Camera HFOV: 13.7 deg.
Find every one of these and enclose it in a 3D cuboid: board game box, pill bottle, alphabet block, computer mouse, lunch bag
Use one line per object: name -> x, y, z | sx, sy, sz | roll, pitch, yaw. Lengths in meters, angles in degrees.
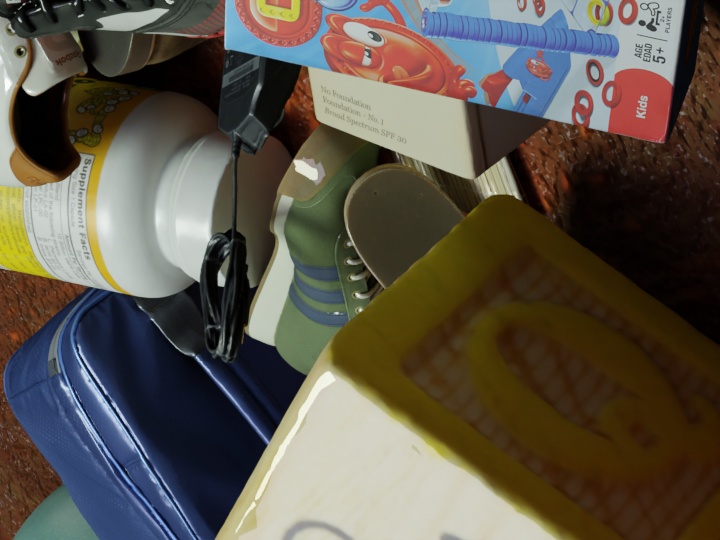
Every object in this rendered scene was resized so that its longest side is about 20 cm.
board game box -> 0.046, -0.164, 1.213 | 0.195, 0.056, 0.201 | 12, 129, 12
pill bottle -> -0.139, -0.047, 1.636 | 0.199, 0.113, 0.113 | 11, 131, 31
alphabet block -> 0.059, 0.120, 1.378 | 0.195, 0.196, 0.200 | 35, 126, 8
computer mouse -> -0.051, -0.051, 1.502 | 0.059, 0.034, 0.201 | 166, 112, -65
lunch bag -> -0.093, 0.088, 1.707 | 0.200, 0.136, 0.132 | 54, 151, -2

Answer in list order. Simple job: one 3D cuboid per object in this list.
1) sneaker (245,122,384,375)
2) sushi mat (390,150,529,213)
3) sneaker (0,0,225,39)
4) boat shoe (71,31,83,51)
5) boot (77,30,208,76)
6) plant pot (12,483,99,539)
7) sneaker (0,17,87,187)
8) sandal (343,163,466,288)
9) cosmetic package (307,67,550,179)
sneaker -> 0.000, 0.000, 1.561 | 0.090, 0.067, 0.200 | 38, 149, 13
sushi mat -> 0.020, -0.112, 1.459 | 0.095, 0.012, 0.201 | 7, 127, 52
sneaker -> -0.120, -0.142, 1.412 | 0.200, 0.098, 0.071 | 10, 109, 47
boat shoe -> -0.165, -0.161, 1.602 | 0.200, 0.065, 0.074 | 129, 143, -60
boot -> -0.085, -0.189, 1.488 | 0.074, 0.075, 0.201 | 50, 138, 33
plant pot -> -0.173, 0.243, 1.992 | 0.200, 0.134, 0.201 | 35, 145, 29
sneaker -> -0.176, -0.139, 1.532 | 0.084, 0.073, 0.201 | 10, 119, 34
sandal -> 0.065, 0.034, 1.512 | 0.212, 0.077, 0.070 | 55, -176, -8
cosmetic package -> 0.024, -0.152, 1.337 | 0.103, 0.073, 0.201 | 21, 136, 37
